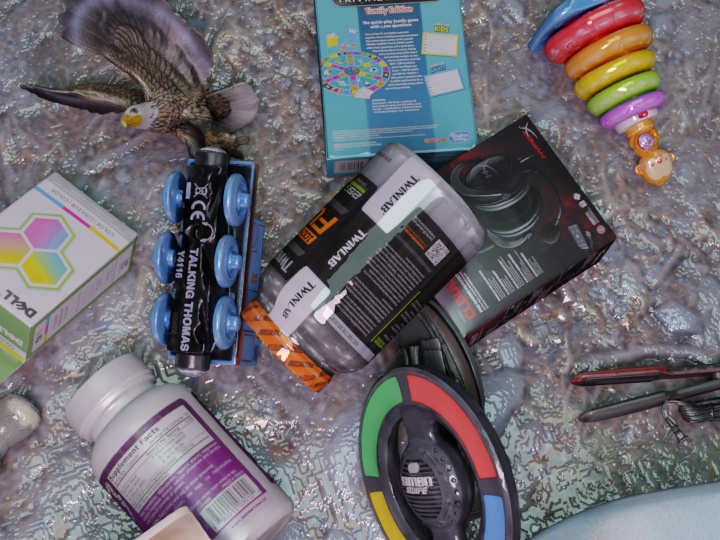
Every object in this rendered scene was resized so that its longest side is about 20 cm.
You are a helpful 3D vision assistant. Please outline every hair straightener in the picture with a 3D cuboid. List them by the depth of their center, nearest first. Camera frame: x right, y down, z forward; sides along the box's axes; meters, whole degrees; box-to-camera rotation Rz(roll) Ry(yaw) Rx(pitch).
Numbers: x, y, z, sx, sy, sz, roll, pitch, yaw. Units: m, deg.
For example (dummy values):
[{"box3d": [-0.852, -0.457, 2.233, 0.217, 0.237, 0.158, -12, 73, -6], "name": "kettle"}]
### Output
[{"box3d": [0.297, 0.126, 1.071, 0.197, 0.041, 0.078, -4, 72, -8], "name": "hair straightener"}]

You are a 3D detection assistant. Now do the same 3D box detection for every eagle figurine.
[{"box3d": [-0.201, -0.166, 1.085, 0.200, 0.151, 0.152, 42, 85, 4], "name": "eagle figurine"}]

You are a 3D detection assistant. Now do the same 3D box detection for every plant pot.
[{"box3d": [0.224, 0.282, 0.936, 0.197, 0.196, 0.199, -4, 71, 4], "name": "plant pot"}]

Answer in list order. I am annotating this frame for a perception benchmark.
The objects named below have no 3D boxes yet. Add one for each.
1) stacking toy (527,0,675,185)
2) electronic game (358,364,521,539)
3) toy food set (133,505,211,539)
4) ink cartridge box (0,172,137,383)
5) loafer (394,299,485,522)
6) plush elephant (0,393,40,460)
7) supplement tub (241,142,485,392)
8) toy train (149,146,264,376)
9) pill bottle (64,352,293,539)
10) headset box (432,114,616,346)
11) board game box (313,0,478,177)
[{"box3d": [0.259, -0.178, 1.144, 0.115, 0.110, 0.202, -21, 84, -12], "name": "stacking toy"}, {"box3d": [0.062, 0.177, 0.963, 0.041, 0.200, 0.202, -14, 70, -34], "name": "electronic game"}, {"box3d": [-0.120, 0.281, 0.775, 0.143, 0.060, 0.201, -35, 77, -13], "name": "toy food set"}, {"box3d": [-0.304, 0.009, 1.033, 0.103, 0.060, 0.200, 35, 50, 9], "name": "ink cartridge box"}, {"box3d": [0.071, 0.123, 1.016, 0.063, 0.072, 0.202, -19, 87, -42], "name": "loafer"}, {"box3d": [-0.397, 0.156, 0.967, 0.163, 0.155, 0.201, 25, 72, 6], "name": "plush elephant"}, {"box3d": [0.000, 0.000, 0.986, 0.200, 0.123, 0.123, -45, 78, -2], "name": "supplement tub"}, {"box3d": [-0.132, -0.006, 1.035, 0.086, 0.114, 0.203, 3, 85, 15], "name": "toy train"}, {"box3d": [-0.160, 0.170, 0.996, 0.112, 0.112, 0.200, -42, 77, -14], "name": "pill bottle"}, {"box3d": [0.114, -0.028, 1.091, 0.199, 0.077, 0.150, -31, 75, -13], "name": "headset box"}, {"box3d": [0.033, -0.199, 1.160, 0.149, 0.047, 0.202, -4, 71, -3], "name": "board game box"}]
